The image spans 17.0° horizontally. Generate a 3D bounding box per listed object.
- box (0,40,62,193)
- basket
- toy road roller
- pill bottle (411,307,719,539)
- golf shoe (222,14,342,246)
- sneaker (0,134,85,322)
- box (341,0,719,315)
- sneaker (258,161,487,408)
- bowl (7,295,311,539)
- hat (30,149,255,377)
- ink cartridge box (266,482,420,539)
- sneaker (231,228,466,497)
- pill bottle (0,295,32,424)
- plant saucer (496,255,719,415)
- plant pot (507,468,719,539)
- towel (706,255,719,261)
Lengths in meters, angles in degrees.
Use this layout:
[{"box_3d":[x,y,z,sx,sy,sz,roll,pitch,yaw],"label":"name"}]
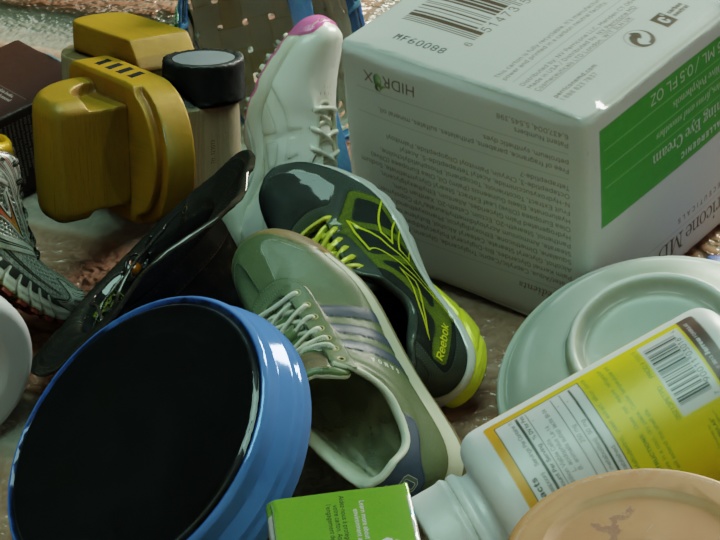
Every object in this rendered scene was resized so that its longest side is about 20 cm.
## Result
[{"box_3d":[-0.299,-0.090,1.764,0.200,0.075,0.100,-30,39,-29],"label":"box"},{"box_3d":[-0.058,-0.152,1.731,0.139,0.176,0.200,-17,16,-17],"label":"basket"},{"box_3d":[-0.174,-0.098,1.664,0.146,0.123,0.200,-12,22,-33],"label":"toy road roller"},{"box_3d":[0.131,0.111,1.325,0.200,0.109,0.109,-29,36,-2],"label":"pill bottle"},{"box_3d":[-0.037,-0.067,1.596,0.091,0.200,0.075,24,15,26],"label":"golf shoe"},{"box_3d":[-0.242,-0.042,1.574,0.082,0.200,0.078,-47,30,-13],"label":"sneaker"},{"box_3d":[0.125,-0.097,1.608,0.200,0.171,0.199,22,43,32],"label":"box"},{"box_3d":[0.000,0.000,1.497,0.200,0.074,0.085,47,15,24],"label":"sneaker"},{"box_3d":[-0.119,0.103,1.372,0.201,0.039,0.201,-22,48,27],"label":"bowl"},{"box_3d":[-0.115,0.020,1.527,0.201,0.081,0.201,-43,9,8],"label":"hat"},{"box_3d":[0.006,0.224,1.164,0.076,0.148,0.200,-8,34,-5],"label":"ink cartridge box"},{"box_3d":[-0.019,0.053,1.405,0.200,0.067,0.090,53,18,17],"label":"sneaker"},{"box_3d":[-0.305,0.027,1.548,0.111,0.111,0.200,-27,39,-28],"label":"pill bottle"},{"box_3d":[0.178,0.056,1.436,0.200,0.050,0.200,-6,48,7],"label":"plant saucer"},{"box_3d":[0.142,0.194,1.194,0.200,0.140,0.200,-4,34,3],"label":"plant pot"},{"box_3d":[0.300,0.046,1.506,0.145,0.024,0.200,-6,35,-3],"label":"towel"}]
